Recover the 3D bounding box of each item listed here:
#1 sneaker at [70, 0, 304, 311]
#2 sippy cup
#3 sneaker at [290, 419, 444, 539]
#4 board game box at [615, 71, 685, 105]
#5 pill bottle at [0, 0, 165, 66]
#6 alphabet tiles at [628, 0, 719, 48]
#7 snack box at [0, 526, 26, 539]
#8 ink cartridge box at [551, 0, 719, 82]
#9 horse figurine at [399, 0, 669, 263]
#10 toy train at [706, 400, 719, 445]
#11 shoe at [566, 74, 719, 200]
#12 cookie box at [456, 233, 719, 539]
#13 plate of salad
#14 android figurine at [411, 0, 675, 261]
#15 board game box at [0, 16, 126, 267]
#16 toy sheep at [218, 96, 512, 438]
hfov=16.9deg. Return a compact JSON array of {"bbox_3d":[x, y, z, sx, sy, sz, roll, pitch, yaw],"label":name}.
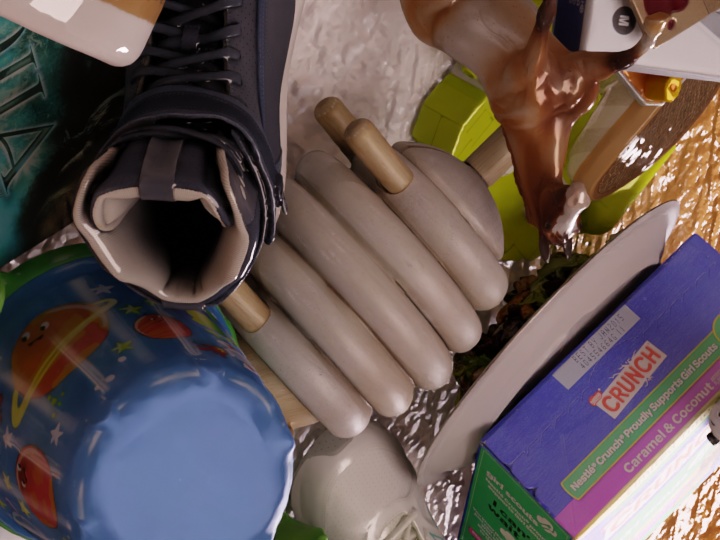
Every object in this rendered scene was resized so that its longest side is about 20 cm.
[{"bbox_3d":[-0.068,-0.084,0.969,0.146,0.076,0.204,-61,149,-72],"label":"sneaker"},{"bbox_3d":[-0.093,0.068,1.000,0.177,0.130,0.141,1,104,-26],"label":"sippy cup"},{"bbox_3d":[0.024,0.153,1.286,0.070,0.080,0.201,-40,136,-17],"label":"sneaker"},{"bbox_3d":[0.147,-0.214,1.142,0.200,0.026,0.200,-47,113,-11],"label":"board game box"},{"bbox_3d":[-0.093,-0.186,0.874,0.114,0.114,0.201,21,95,-50],"label":"pill bottle"},{"bbox_3d":[0.175,-0.220,1.091,0.199,0.008,0.168,-31,106,-19],"label":"alphabet tiles"},{"bbox_3d":[-0.143,0.165,1.095,0.200,0.053,0.142,-46,108,-13],"label":"snack box"},{"bbox_3d":[0.192,-0.185,1.128,0.199,0.041,0.201,3,95,-25],"label":"ink cartridge box"},{"bbox_3d":[0.060,-0.119,1.079,0.050,0.200,0.133,-28,158,-30],"label":"horse figurine"},{"bbox_3d":[0.209,0.074,1.245,0.056,0.042,0.200,-40,164,7],"label":"toy train"},{"bbox_3d":[0.162,-0.121,1.219,0.200,0.053,0.070,-51,159,-9],"label":"shoe"},{"bbox_3d":[0.136,0.097,1.309,0.171,0.075,0.200,-42,163,-18],"label":"cookie box"},{"bbox_3d":[0.092,0.033,1.265,0.200,0.048,0.200,-43,167,-13],"label":"plate of salad"},{"bbox_3d":[0.099,-0.085,1.237,0.200,0.041,0.182,-51,140,-10],"label":"android figurine"},{"bbox_3d":[-0.159,-0.091,0.977,0.135,0.028,0.201,-34,135,-24],"label":"board game box"},{"bbox_3d":[0.000,0.000,1.123,0.200,0.138,0.138,-41,139,1],"label":"toy sheep"}]
